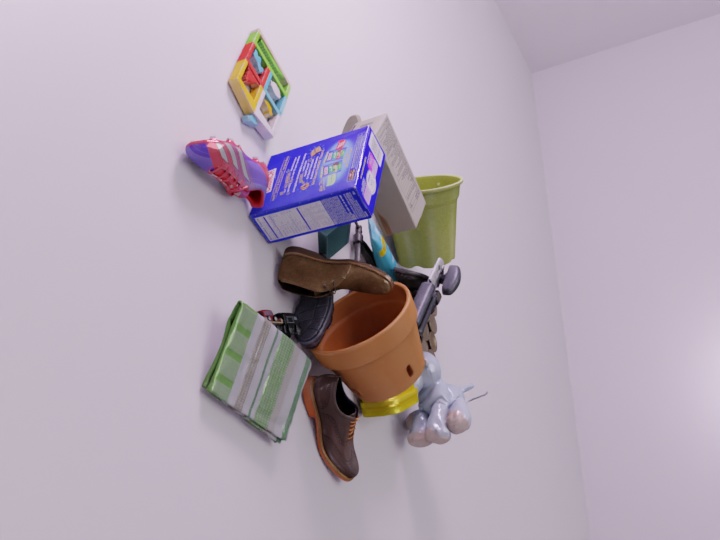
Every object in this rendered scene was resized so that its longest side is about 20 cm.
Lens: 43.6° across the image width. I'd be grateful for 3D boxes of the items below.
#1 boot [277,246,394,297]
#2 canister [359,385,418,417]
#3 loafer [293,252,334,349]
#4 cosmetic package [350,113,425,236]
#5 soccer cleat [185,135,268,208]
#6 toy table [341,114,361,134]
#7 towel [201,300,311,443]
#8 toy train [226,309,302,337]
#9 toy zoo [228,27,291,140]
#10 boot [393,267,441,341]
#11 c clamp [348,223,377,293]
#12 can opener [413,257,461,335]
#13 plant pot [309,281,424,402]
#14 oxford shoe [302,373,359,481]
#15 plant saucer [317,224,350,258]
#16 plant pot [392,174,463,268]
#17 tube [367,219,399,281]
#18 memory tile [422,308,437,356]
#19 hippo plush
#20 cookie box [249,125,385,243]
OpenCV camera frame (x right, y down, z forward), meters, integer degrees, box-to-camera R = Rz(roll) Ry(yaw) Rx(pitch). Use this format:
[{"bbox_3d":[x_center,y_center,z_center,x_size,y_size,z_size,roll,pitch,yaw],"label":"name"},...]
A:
[{"bbox_3d":[-0.044,0.021,1.526,0.074,0.199,0.076,92,12,-52],"label":"boot"},{"bbox_3d":[0.044,0.168,1.739,0.148,0.086,0.201,-9,90,-67],"label":"canister"},{"bbox_3d":[-0.071,0.060,1.580,0.063,0.071,0.201,59,25,-44],"label":"loafer"},{"bbox_3d":[0.047,-0.177,1.681,0.201,0.071,0.105,65,27,-24],"label":"cosmetic package"},{"bbox_3d":[-0.202,-0.153,1.404,0.200,0.066,0.077,20,64,-66],"label":"soccer cleat"},{"bbox_3d":[-0.030,-0.199,1.753,0.200,0.116,0.185,-45,118,-62],"label":"toy table"},{"bbox_3d":[-0.153,0.154,1.353,0.200,0.031,0.150,47,52,-45],"label":"towel"},{"bbox_3d":[-0.149,0.083,1.428,0.200,0.034,0.046,9,66,-66],"label":"toy train"},{"bbox_3d":[-0.178,-0.324,1.601,0.132,0.020,0.201,59,28,-35],"label":"toy zoo"},{"bbox_3d":[0.101,0.101,1.897,0.200,0.069,0.175,43,66,-51],"label":"boot"},{"bbox_3d":[0.000,0.000,1.833,0.171,0.027,0.201,53,32,-56],"label":"c clamp"},{"bbox_3d":[0.151,0.052,1.817,0.200,0.066,0.054,-62,148,-43],"label":"can opener"},{"bbox_3d":[0.023,0.134,1.577,0.141,0.199,0.200,62,27,-24],"label":"plant pot"},{"bbox_3d":[-0.034,0.270,1.538,0.201,0.072,0.071,70,25,-16],"label":"oxford shoe"},{"bbox_3d":[-0.044,-0.061,1.601,0.019,0.070,0.200,48,-10,9],"label":"plant saucer"},{"bbox_3d":[0.141,-0.108,2.038,0.200,0.199,0.186,-42,127,-64],"label":"plant pot"},{"bbox_3d":[0.050,-0.022,1.897,0.078,0.050,0.201,-108,174,-52],"label":"tube"},{"bbox_3d":[0.145,0.120,2.106,0.153,0.017,0.201,52,33,-45],"label":"memory tile"},{"bbox_3d":[0.148,0.248,1.842,0.161,0.199,0.159,58,-11,-14],"label":"hippo plush"},{"bbox_3d":[-0.071,-0.145,1.523,0.075,0.199,0.172,59,29,-36],"label":"cookie box"}]
